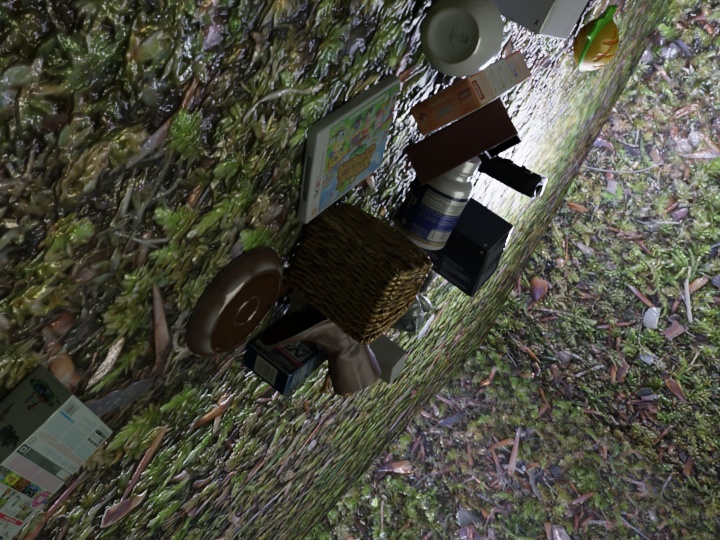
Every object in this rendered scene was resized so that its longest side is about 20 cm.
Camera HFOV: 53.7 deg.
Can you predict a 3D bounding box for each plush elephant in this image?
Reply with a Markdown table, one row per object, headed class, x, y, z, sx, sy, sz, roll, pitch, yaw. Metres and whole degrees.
| class | x | y | z | sx | sy | sz | roll | pitch | yaw |
| --- | --- | --- | --- | --- | --- | --- | --- | --- | --- |
| plush elephant | 0.086 | 0.051 | 1.615 | 0.200 | 0.164 | 0.155 | -160 | -114 | -77 |

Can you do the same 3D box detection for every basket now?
| class | x | y | z | sx | sy | sz | roll | pitch | yaw |
| --- | --- | --- | --- | --- | --- | --- | --- | --- | --- |
| basket | 0.000 | 0.000 | 1.181 | 0.143 | 0.200 | 0.149 | -18 | 138 | -55 |

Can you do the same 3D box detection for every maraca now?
| class | x | y | z | sx | sy | sz | roll | pitch | yaw |
| --- | --- | --- | --- | --- | --- | --- | --- | --- | --- |
| maraca | 0.604 | -0.591 | 1.815 | 0.137 | 0.107 | 0.200 | -50 | 161 | -11 |

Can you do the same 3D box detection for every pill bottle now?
| class | x | y | z | sx | sy | sz | roll | pitch | yaw |
| --- | --- | --- | --- | --- | --- | --- | --- | --- | --- |
| pill bottle | 0.159 | -0.154 | 1.447 | 0.120 | 0.120 | 0.200 | -25 | 145 | -57 |

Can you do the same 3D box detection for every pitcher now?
| class | x | y | z | sx | sy | sz | roll | pitch | yaw |
| --- | --- | --- | --- | --- | --- | --- | --- | --- | --- |
| pitcher | 0.168 | -0.387 | 1.085 | 0.200 | 0.121 | 0.172 | -44 | 147 | -62 |

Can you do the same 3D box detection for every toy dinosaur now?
| class | x | y | z | sx | sy | sz | roll | pitch | yaw |
| --- | --- | --- | --- | --- | --- | --- | --- | --- | --- |
| toy dinosaur | -0.044 | 0.176 | 1.328 | 0.200 | 0.060 | 0.107 | 61 | 33 | -66 |

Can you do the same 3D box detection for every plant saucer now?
| class | x | y | z | sx | sy | sz | roll | pitch | yaw |
| --- | --- | --- | --- | --- | --- | --- | --- | --- | --- |
| plant saucer | -0.184 | 0.056 | 1.095 | 0.200 | 0.032 | 0.200 | -47 | 161 | -21 |

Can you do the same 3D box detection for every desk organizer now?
| class | x | y | z | sx | sy | sz | roll | pitch | yaw |
| --- | --- | --- | --- | --- | --- | --- | --- | --- | --- |
| desk organizer | 0.190 | -0.230 | 1.310 | 0.200 | 0.077 | 0.072 | -27 | 168 | 16 |

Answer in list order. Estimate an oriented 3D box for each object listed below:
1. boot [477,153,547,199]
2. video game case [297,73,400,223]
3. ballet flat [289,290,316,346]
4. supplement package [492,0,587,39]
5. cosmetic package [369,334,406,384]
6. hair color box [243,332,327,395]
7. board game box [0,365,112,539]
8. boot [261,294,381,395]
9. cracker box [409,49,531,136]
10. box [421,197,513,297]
| class | x | y | z | sx | sy | sz | roll | pitch | yaw |
| --- | --- | --- | --- | --- | --- | --- | --- | --- | --- |
| boot | 0.293 | -0.210 | 1.551 | 0.165 | 0.200 | 0.066 | -35 | 154 | -46 |
| video game case | -0.018 | -0.186 | 1.095 | 0.200 | 0.022 | 0.182 | -42 | 158 | -36 |
| ballet flat | -0.084 | 0.039 | 1.266 | 0.200 | 0.074 | 0.074 | -53 | 162 | -19 |
| supplement package | 0.324 | -0.492 | 1.264 | 0.200 | 0.117 | 0.118 | -26 | 147 | -57 |
| cosmetic package | -0.002 | 0.135 | 1.420 | 0.051 | 0.200 | 0.083 | -45 | 160 | -24 |
| hair color box | -0.109 | 0.133 | 1.307 | 0.200 | 0.100 | 0.061 | -36 | 154 | -47 |
| board game box | -0.394 | 0.222 | 0.804 | 0.200 | 0.064 | 0.148 | -49 | 160 | -23 |
| boot | -0.061 | 0.153 | 1.229 | 0.186 | 0.064 | 0.201 | -23 | 125 | -14 |
| cracker box | 0.195 | -0.313 | 1.249 | 0.134 | 0.058 | 0.200 | -18 | -166 | 45 |
| box | 0.220 | -0.073 | 1.613 | 0.104 | 0.200 | 0.182 | -43 | 159 | -28 |
